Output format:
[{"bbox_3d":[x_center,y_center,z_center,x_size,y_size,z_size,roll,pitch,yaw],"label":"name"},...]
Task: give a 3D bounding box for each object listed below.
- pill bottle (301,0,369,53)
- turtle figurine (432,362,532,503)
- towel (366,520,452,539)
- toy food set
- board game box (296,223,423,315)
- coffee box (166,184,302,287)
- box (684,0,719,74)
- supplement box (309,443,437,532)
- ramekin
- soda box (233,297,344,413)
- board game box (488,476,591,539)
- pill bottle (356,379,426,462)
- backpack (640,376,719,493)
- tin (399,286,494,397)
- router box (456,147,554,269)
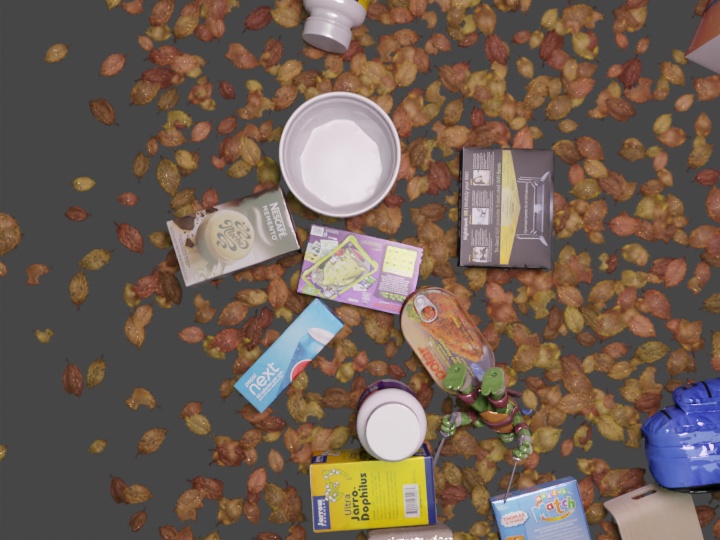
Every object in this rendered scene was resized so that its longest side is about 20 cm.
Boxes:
[{"bbox_3d":[-0.033,-0.475,1.275,0.110,0.111,0.203,15,89,0],"label":"pill bottle"},{"bbox_3d":[0.196,0.253,1.220,0.199,0.144,0.195,-36,128,-10],"label":"turtle figurine"},{"bbox_3d":[0.073,0.422,1.211,0.131,0.200,0.035,-5,76,0],"label":"towel"},{"bbox_3d":[0.500,0.468,1.289,0.142,0.060,0.203,-16,90,-12],"label":"toy food set"},{"bbox_3d":[0.000,0.000,1.305,0.197,0.032,0.122,13,86,0],"label":"board game box"},{"bbox_3d":[-0.206,-0.056,1.279,0.198,0.080,0.114,-19,88,-1],"label":"coffee box"},{"bbox_3d":[0.639,-0.416,1.232,0.105,0.200,0.154,24,89,-1],"label":"box"},{"bbox_3d":[0.020,0.354,1.255,0.197,0.109,0.111,-4,88,-1],"label":"supplement box"},{"bbox_3d":[-0.034,-0.186,1.271,0.197,0.105,0.203,0,89,-1],"label":"ramekin"},{"bbox_3d":[-0.117,0.140,1.283,0.068,0.064,0.200,43,89,1],"label":"soda box"},{"bbox_3d":[0.314,0.467,1.291,0.149,0.037,0.203,-14,89,-1],"label":"board game box"},{"bbox_3d":[0.047,0.239,1.213,0.110,0.200,0.113,0,88,-1],"label":"pill bottle"},{"bbox_3d":[0.559,0.267,1.241,0.198,0.162,0.170,-16,79,12],"label":"backpack"},{"bbox_3d":[0.143,0.119,1.285,0.111,0.042,0.201,-35,99,-5],"label":"tin"},{"bbox_3d":[0.245,-0.104,1.296,0.155,0.052,0.203,2,89,0],"label":"router box"}]
